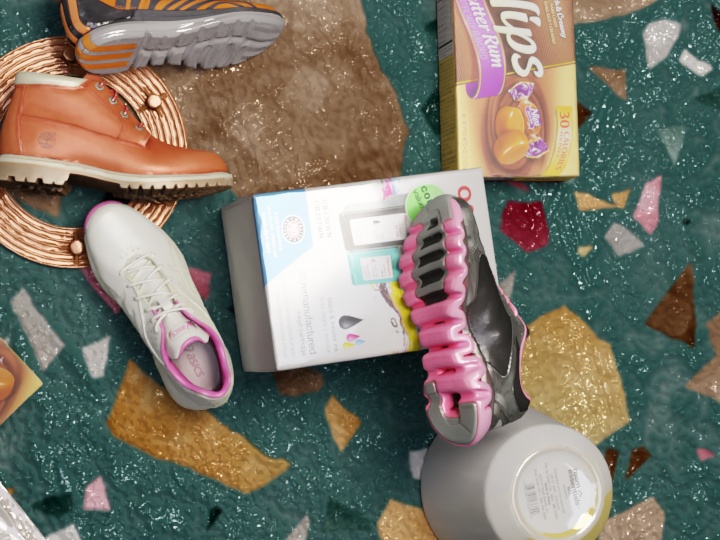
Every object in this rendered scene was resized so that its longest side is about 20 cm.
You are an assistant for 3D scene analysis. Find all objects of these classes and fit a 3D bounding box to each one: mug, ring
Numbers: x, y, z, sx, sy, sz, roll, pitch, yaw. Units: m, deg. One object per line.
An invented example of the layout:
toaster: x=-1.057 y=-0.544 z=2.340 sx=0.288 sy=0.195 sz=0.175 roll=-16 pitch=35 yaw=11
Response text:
mug: x=0.158 y=0.198 z=1.615 sx=0.186 sy=0.153 sz=0.150 roll=34 pitch=79 yaw=-10
ring: x=-0.245 y=-0.102 z=1.604 sx=0.199 sy=0.019 sz=0.202 roll=1 pitch=87 yaw=-13

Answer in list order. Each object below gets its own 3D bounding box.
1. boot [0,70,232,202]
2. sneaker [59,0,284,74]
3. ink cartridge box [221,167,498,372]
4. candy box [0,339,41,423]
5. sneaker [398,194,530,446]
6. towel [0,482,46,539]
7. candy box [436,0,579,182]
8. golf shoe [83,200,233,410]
boot: x=-0.202 y=-0.113 z=1.571 sx=0.199 sy=0.075 sz=0.108 roll=7 pitch=80 yaw=-12
sneaker: x=-0.164 y=-0.235 z=1.602 sx=0.199 sy=0.078 sz=0.112 roll=-6 pitch=63 yaw=-34
ink cartridge box: x=0.000 y=0.000 z=1.591 sx=0.199 sy=0.146 sz=0.148 roll=-8 pitch=89 yaw=-15
candy box: x=-0.368 y=0.059 z=1.510 sx=0.117 sy=0.056 sz=0.200 roll=-45 pitch=113 yaw=-12
sneaker: x=0.093 y=0.037 z=1.512 sx=0.095 sy=0.079 sz=0.201 roll=-9 pitch=92 yaw=-37
towel: x=-0.354 y=0.263 z=1.547 sx=0.200 sy=0.034 sz=0.133 roll=-40 pitch=96 yaw=-12
candy box: x=0.132 y=-0.180 z=1.682 sx=0.116 sy=0.056 sz=0.201 roll=0 pitch=88 yaw=-14
golf shoe: x=-0.162 y=0.028 z=1.574 sx=0.075 sy=0.091 sz=0.200 roll=-34 pitch=100 yaw=-11
